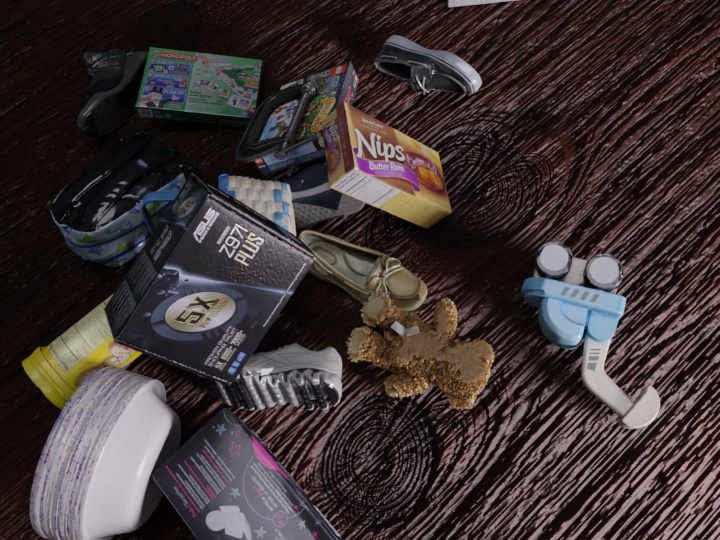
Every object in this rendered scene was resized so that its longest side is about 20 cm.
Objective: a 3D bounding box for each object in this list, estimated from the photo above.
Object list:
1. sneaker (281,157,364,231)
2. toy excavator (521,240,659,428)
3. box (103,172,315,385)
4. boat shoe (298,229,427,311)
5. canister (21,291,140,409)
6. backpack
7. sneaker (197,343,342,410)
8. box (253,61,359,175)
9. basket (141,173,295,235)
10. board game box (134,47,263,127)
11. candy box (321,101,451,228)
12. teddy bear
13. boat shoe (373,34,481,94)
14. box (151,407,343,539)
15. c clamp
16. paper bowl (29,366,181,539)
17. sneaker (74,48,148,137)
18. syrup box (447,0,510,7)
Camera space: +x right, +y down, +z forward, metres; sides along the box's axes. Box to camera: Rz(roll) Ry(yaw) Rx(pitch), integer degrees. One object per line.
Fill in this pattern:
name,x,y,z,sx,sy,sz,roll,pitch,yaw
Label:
sneaker,-0.085,-0.141,0.996,0.201,0.077,0.147,-10,50,14
toy excavator,0.298,0.085,0.836,0.193,0.100,0.201,15,78,15
box,-0.180,0.014,0.774,0.201,0.163,0.086,-55,37,4
boat shoe,0.001,-0.002,0.918,0.200,0.063,0.073,26,68,18
canister,-0.327,0.086,0.857,0.200,0.149,0.087,-41,92,-14
backpack,-0.365,-0.103,0.976,0.162,0.154,0.200,30,47,17
sneaker,-0.119,0.139,0.862,0.198,0.075,0.081,1,44,8
box,-0.083,-0.244,1.012,0.136,0.038,0.201,-13,43,24
basket,-0.191,-0.048,0.900,0.198,0.177,0.140,-3,52,-1
board game box,-0.274,-0.317,1.107,0.198,0.029,0.136,5,62,-5
candy box,0.039,-0.148,0.924,0.056,0.199,0.117,-31,54,37
teddy bear,0.078,0.106,0.855,0.198,0.067,0.146,5,67,13
boat shoe,0.109,-0.331,1.082,0.199,0.072,0.071,31,78,30
box,-0.124,0.283,0.744,0.115,0.132,0.200,-40,67,-13
c clamp,-0.112,-0.226,0.967,0.170,0.027,0.201,-18,42,27
paper bowl,-0.284,0.223,0.754,0.104,0.201,0.202,15,65,2
sneaker,-0.454,-0.317,1.124,0.113,0.076,0.200,16,62,16
syrup box,0.255,-0.546,1.163,0.198,0.082,0.079,-4,63,5
